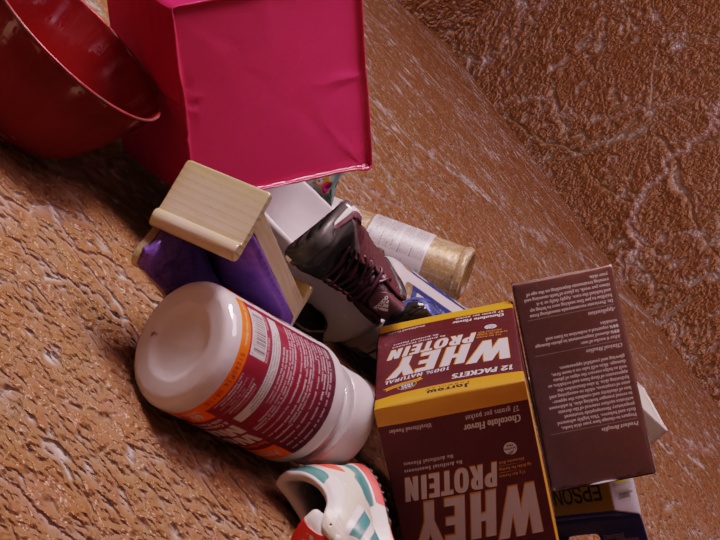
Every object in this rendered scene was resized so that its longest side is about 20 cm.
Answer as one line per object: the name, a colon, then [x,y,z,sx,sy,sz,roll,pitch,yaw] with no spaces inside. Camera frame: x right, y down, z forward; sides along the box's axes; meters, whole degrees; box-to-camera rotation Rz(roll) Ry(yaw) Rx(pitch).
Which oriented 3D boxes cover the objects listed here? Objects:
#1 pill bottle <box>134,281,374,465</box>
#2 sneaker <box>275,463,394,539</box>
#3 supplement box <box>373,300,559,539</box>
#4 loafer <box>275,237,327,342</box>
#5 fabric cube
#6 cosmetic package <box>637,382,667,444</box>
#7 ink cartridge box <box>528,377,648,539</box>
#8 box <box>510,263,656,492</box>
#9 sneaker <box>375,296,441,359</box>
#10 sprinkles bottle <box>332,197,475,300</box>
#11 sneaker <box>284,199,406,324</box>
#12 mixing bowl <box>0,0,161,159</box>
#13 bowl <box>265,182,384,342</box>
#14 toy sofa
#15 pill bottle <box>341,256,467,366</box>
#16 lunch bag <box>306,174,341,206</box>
pill bottle: [-0.082,0.094,1.302,0.200,0.110,0.110,33,21,-44]
sneaker: [-0.009,0.235,1.264,0.093,0.070,0.200,11,37,-37]
supplement box: [0.098,0.162,1.434,0.200,0.132,0.198,-84,162,-71]
loafer: [-0.096,0.003,1.466,0.200,0.071,0.073,40,16,-27]
fabric cube: [-0.120,-0.196,1.543,0.199,0.196,0.201,35,-47,56]
cosmetic package: [0.229,0.194,1.752,0.087,0.200,0.103,42,15,-21]
ink cartridge box: [0.200,0.206,1.615,0.047,0.197,0.201,-5,81,-33]
box: [0.211,0.102,1.498,0.075,0.100,0.201,41,38,-81]
sneaker: [0.053,0.061,1.596,0.200,0.075,0.079,88,1,-73]
sprinkles bottle: [0.034,-0.028,1.863,0.199,0.068,0.068,20,10,11]
sneaker: [0.000,0.000,1.450,0.116,0.076,0.200,52,10,1]
mixing bowl: [-0.287,-0.174,1.414,0.200,0.108,0.200,43,16,-16]
bowl: [-0.063,-0.016,1.608,0.200,0.075,0.200,46,14,-11]
toy sofa: [-0.112,0.003,1.321,0.083,0.098,0.200,23,-19,18]
pill bottle: [0.075,0.079,1.759,0.200,0.111,0.111,35,19,-26]
lunch bag: [-0.115,-0.155,1.823,0.199,0.122,0.170,18,23,-6]
